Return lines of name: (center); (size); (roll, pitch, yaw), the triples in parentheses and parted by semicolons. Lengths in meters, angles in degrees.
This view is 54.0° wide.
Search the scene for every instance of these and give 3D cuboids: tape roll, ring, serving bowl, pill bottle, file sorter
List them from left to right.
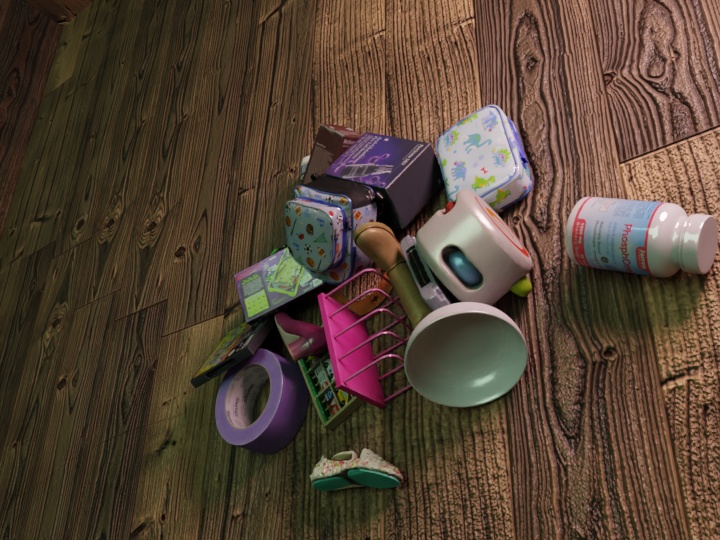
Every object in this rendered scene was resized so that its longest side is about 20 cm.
tape roll: (-0.206, 0.272, 1.469); (0.198, 0.084, 0.204); (-21, 55, 34)
ring: (0.000, 0.000, 1.477); (0.198, 0.019, 0.204); (-21, 55, 32)
file sorter: (0.025, 0.121, 1.303); (0.124, 0.138, 0.202); (-33, 49, 22)
serving bowl: (0.168, 0.126, 1.143); (0.199, 0.200, 0.066); (-34, 28, 22)
pill bottle: (0.419, -0.049, 1.059); (0.198, 0.108, 0.111); (11, 75, 45)

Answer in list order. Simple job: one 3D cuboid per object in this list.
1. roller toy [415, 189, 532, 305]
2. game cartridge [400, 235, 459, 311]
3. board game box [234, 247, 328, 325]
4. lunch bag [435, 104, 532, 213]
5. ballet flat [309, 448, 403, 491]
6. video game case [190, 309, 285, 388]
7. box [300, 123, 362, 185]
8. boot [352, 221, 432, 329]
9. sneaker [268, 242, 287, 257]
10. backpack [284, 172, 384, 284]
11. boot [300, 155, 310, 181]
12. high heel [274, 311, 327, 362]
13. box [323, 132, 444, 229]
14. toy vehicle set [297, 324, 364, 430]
roller toy: (0.187, -0.032, 1.206); (0.140, 0.181, 0.201); (-42, 46, 16)
game cartridge: (0.134, 0.034, 1.241); (0.041, 0.134, 0.201); (-31, 32, 9)
board game box: (-0.173, 0.022, 1.520); (0.197, 0.032, 0.122); (-26, 68, 14)
lunch bag: (0.234, -0.200, 1.328); (0.159, 0.082, 0.203); (-31, 50, 28)
ballet flat: (-0.009, 0.351, 1.260); (0.197, 0.076, 0.065); (-14, 43, 33)
video game case: (-0.265, 0.160, 1.547); (0.179, 0.026, 0.201); (-31, 15, 26)
box: (-0.066, -0.210, 1.541); (0.074, 0.100, 0.203); (28, 111, 26)
boot: (0.077, 0.020, 1.277); (0.066, 0.174, 0.202); (-39, 49, 18)
sneaker: (-0.191, -0.008, 1.607); (0.200, 0.085, 0.079); (-43, 45, 16)
backpack: (-0.054, -0.071, 1.379); (0.153, 0.194, 0.198); (-28, 34, -35)
boot: (-0.065, -0.228, 1.633); (0.198, 0.072, 0.092); (-12, 68, 45)
high heel: (-0.118, 0.124, 1.469); (0.095, 0.068, 0.200); (-25, 30, -8)
box: (0.048, -0.188, 1.439); (0.198, 0.105, 0.148); (19, 57, 44)
toy vehicle set: (-0.055, 0.200, 1.412); (0.124, 0.026, 0.201); (-44, 45, 16)
